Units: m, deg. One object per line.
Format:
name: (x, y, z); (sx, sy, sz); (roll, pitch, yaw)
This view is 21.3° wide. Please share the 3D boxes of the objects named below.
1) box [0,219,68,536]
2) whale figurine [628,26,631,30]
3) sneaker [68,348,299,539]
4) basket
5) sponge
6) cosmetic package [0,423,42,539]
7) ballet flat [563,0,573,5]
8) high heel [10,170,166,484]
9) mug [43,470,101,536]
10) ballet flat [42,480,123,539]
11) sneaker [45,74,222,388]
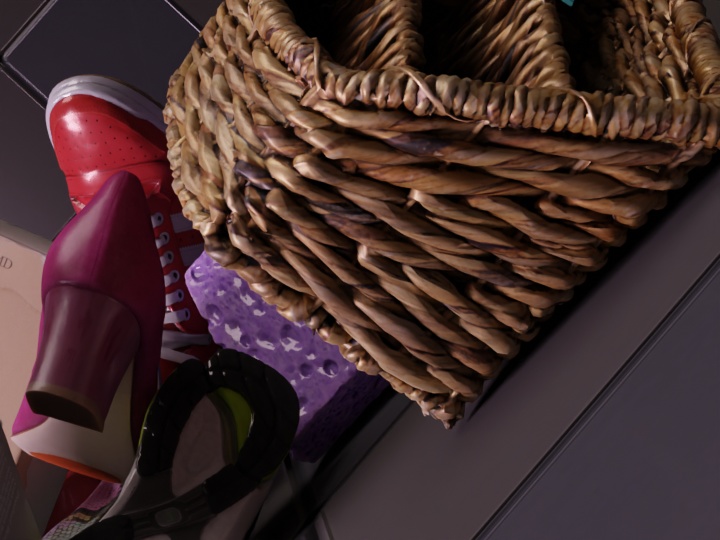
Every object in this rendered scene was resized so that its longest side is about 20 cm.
box: (-0.198, 0.079, 0.989); (0.078, 0.094, 0.202); (14, -83, -76)
whale figurine: (0.152, -0.213, 1.026); (0.159, 0.104, 0.200); (-45, 6, 39)
sneaker: (-0.085, 0.128, 0.775); (0.201, 0.073, 0.081); (-55, -14, -38)
basket: (0.026, -0.076, 0.673); (0.149, 0.142, 0.201); (-47, 16, 23)
sponge: (0.012, -0.024, 0.836); (0.200, 0.112, 0.030); (-47, -38, 19)
cosmetic package: (-0.176, 0.135, 0.740); (0.201, 0.089, 0.108); (91, -167, -52)
ballet flat: (0.040, -0.133, 0.984); (0.069, 0.198, 0.070); (9, -90, -80)
high heel: (-0.107, 0.033, 0.827); (0.200, 0.067, 0.097); (122, 165, -72)
mug: (-0.223, 0.150, 1.148); (0.199, 0.176, 0.135); (-23, -53, -52)
ballet flat: (-0.116, 0.143, 0.933); (0.071, 0.069, 0.200); (-23, 17, 29)
sneaker: (-0.106, 0.012, 0.913); (0.071, 0.201, 0.113); (-5, 43, 23)
